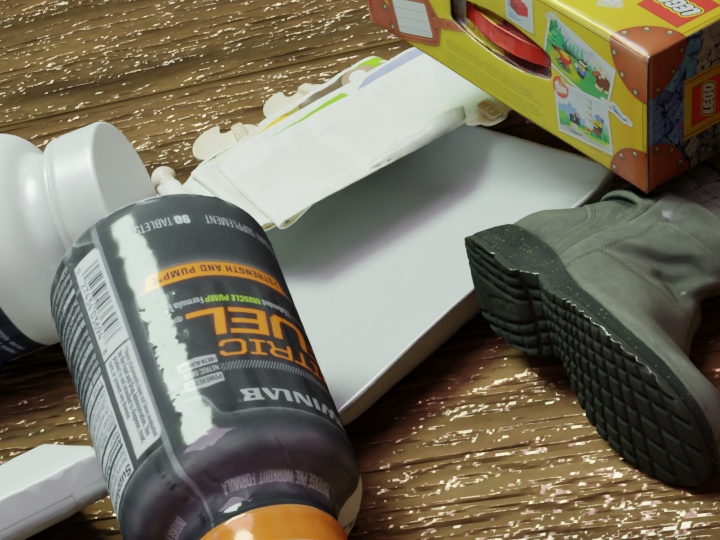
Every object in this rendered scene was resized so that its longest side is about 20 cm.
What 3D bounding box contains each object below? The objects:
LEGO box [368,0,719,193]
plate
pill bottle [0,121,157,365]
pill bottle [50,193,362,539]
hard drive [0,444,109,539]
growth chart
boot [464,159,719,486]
[{"bbox_3d":[0.120,-0.136,1.369,0.149,0.077,0.200,-28,43,-28],"label":"LEGO box"},{"bbox_3d":[0.000,0.000,1.413,0.200,0.032,0.199,-40,33,-21],"label":"plate"},{"bbox_3d":[-0.204,-0.003,1.495,0.199,0.111,0.111,-21,30,16],"label":"pill bottle"},{"bbox_3d":[-0.062,0.069,1.258,0.106,0.106,0.200,-26,48,2],"label":"pill bottle"},{"bbox_3d":[-0.215,0.132,1.312,0.199,0.026,0.132,-27,5,-16],"label":"hard drive"},{"bbox_3d":[-0.008,-0.069,1.478,0.199,0.018,0.145,-27,28,-1],"label":"growth chart"},{"bbox_3d":[0.140,0.007,1.262,0.130,0.068,0.200,-23,33,-15],"label":"boot"}]
